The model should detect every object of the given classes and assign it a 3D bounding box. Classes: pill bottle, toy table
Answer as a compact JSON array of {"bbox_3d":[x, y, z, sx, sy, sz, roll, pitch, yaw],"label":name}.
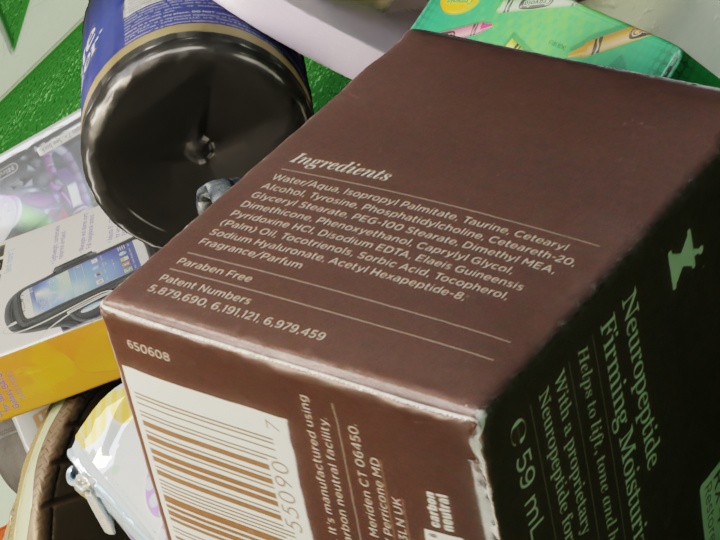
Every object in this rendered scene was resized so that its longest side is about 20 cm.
[{"bbox_3d":[-0.083,-0.100,1.177,0.112,0.112,0.200,-46,23,17],"label":"pill bottle"},{"bbox_3d":[-0.002,-0.175,1.135,0.117,0.199,0.184,-61,13,23],"label":"toy table"}]

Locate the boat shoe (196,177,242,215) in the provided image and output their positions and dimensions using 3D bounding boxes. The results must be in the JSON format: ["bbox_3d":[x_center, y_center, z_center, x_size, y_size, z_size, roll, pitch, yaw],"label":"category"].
[{"bbox_3d":[-0.010,0.044,1.059,0.071,0.091,0.201,117,138,-63],"label":"boat shoe"}]

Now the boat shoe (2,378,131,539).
[{"bbox_3d":[-0.152,0.142,1.165,0.076,0.072,0.201,-18,53,52],"label":"boat shoe"}]

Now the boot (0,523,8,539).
[{"bbox_3d":[-0.190,0.210,1.234,0.107,0.075,0.200,-43,31,35],"label":"boot"}]

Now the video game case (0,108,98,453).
[{"bbox_3d":[-0.117,-0.017,1.257,0.200,0.023,0.182,-29,58,1],"label":"video game case"}]

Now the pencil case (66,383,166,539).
[{"bbox_3d":[-0.055,0.127,1.071,0.200,0.090,0.083,45,123,42],"label":"pencil case"}]

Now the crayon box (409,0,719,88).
[{"bbox_3d":[0.111,-0.064,1.025,0.058,0.119,0.200,-55,30,2],"label":"crayon box"}]

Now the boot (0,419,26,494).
[{"bbox_3d":[-0.154,0.035,1.292,0.200,0.132,0.070,-46,-7,15],"label":"boot"}]

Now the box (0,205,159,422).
[{"bbox_3d":[-0.139,0.015,1.183,0.199,0.042,0.119,-22,29,9],"label":"box"}]

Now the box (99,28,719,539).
[{"bbox_3d":[0.041,0.040,0.870,0.164,0.166,0.200,15,43,34],"label":"box"}]
